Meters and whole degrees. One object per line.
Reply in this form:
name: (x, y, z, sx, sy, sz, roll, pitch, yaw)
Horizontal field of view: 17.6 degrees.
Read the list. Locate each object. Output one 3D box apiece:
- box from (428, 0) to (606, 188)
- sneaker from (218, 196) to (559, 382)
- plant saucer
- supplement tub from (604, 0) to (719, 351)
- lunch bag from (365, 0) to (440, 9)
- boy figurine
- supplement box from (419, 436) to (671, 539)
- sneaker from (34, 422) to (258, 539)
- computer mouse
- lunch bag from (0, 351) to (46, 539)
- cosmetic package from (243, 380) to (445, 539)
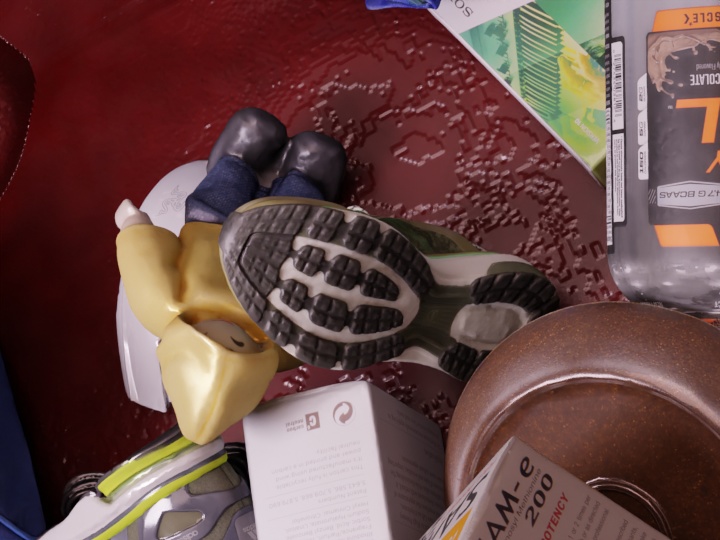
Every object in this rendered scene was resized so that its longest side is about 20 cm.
box: (0.143, -0.161, 1.165, 0.200, 0.036, 0.144, -46, 63, 6)
sneaker: (0.000, 0.000, 1.104, 0.089, 0.199, 0.077, 40, 106, 44)
plant saucer: (0.119, 0.115, 1.040, 0.199, 0.034, 0.202, 10, 110, 28)
supplement tub: (0.172, -0.059, 1.060, 0.122, 0.122, 0.201, -1, 91, 23)
lunch bag: (0.001, -0.236, 1.199, 0.199, 0.127, 0.171, 24, 84, 37)
boy figurine: (-0.064, 0.002, 1.123, 0.124, 0.200, 0.065, 23, 126, -4)
supplement box: (0.108, 0.175, 0.980, 0.199, 0.126, 0.074, 34, 49, -3)
sneaker: (-0.118, 0.153, 1.140, 0.081, 0.074, 0.200, 53, 128, 9)
computer mouse: (-0.098, 0.034, 1.207, 0.109, 0.044, 0.201, -5, 73, 23)
lunch bag: (-0.245, 0.078, 1.193, 0.132, 0.136, 0.201, -33, 47, 11)
cosmetic package: (0.005, 0.163, 1.093, 0.074, 0.102, 0.201, -14, 68, 20)
